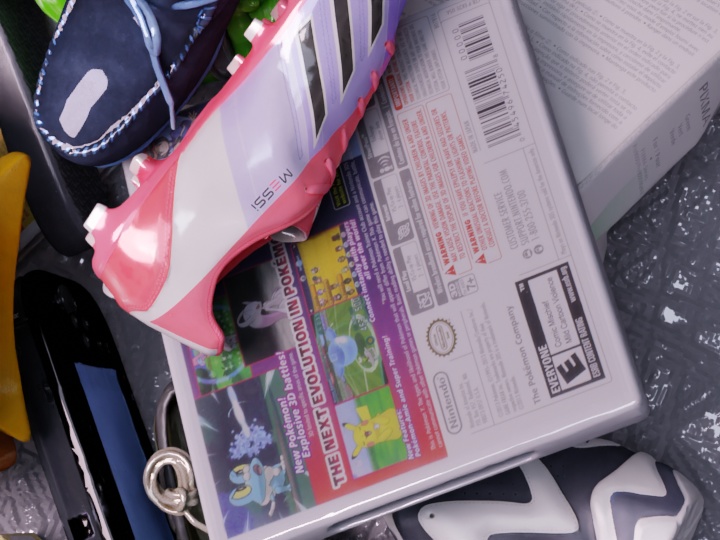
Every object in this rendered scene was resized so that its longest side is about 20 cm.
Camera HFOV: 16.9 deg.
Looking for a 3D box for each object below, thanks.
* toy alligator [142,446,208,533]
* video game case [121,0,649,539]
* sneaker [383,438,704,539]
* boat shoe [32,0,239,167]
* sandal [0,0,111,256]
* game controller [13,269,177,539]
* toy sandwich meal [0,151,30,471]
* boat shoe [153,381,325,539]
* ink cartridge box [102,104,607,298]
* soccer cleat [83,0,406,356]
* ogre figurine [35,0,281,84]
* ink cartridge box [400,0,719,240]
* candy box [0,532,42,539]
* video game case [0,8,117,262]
[{"bbox_3d":[-0.030,0.145,1.010,0.200,0.054,0.059,42,98,17],"label":"toy alligator"},{"bbox_3d":[0.004,0.000,0.984,0.181,0.023,0.201,-21,64,11],"label":"video game case"},{"bbox_3d":[0.048,0.151,1.053,0.129,0.079,0.200,29,95,18],"label":"sneaker"},{"bbox_3d":[-0.082,-0.136,0.985,0.084,0.069,0.201,28,98,10],"label":"boat shoe"},{"bbox_3d":[-0.170,-0.100,1.108,0.043,0.076,0.201,-22,80,13],"label":"sandal"},{"bbox_3d":[-0.107,0.096,1.077,0.042,0.104,0.201,-23,80,17],"label":"game controller"},{"bbox_3d":[-0.198,0.006,1.041,0.205,0.070,0.206,15,112,44],"label":"toy sandwich meal"},{"bbox_3d":[-0.043,0.139,1.079,0.071,0.066,0.202,-27,79,8],"label":"boat shoe"},{"bbox_3d":[0.000,0.000,1.061,0.199,0.067,0.118,9,56,13],"label":"ink cartridge box"},{"bbox_3d":[-0.029,-0.059,0.979,0.076,0.067,0.200,40,81,0],"label":"soccer cleat"},{"bbox_3d":[-0.107,-0.161,1.069,0.120,0.098,0.200,-30,101,30],"label":"ogre figurine"},{"bbox_3d":[0.102,-0.124,1.063,0.200,0.050,0.161,-42,59,-19],"label":"ink cartridge box"},{"bbox_3d":[-0.127,0.228,1.093,0.200,0.055,0.116,44,96,14],"label":"candy box"},{"bbox_3d":[-0.193,-0.072,1.158,0.200,0.017,0.143,-43,78,5],"label":"video game case"}]
